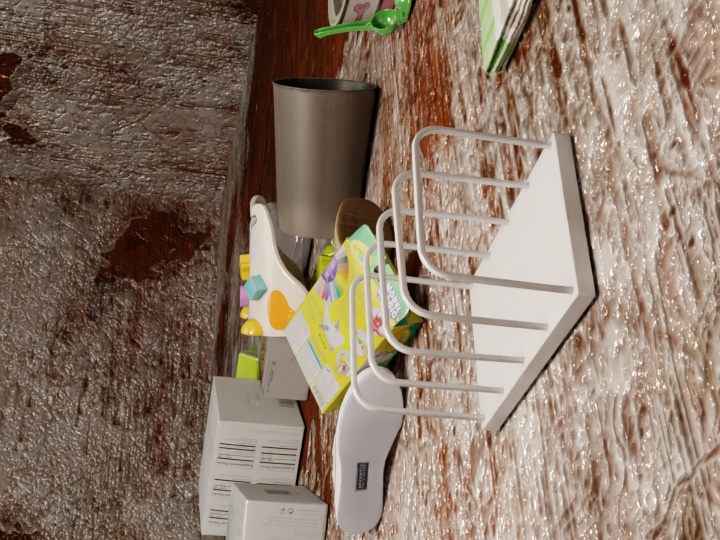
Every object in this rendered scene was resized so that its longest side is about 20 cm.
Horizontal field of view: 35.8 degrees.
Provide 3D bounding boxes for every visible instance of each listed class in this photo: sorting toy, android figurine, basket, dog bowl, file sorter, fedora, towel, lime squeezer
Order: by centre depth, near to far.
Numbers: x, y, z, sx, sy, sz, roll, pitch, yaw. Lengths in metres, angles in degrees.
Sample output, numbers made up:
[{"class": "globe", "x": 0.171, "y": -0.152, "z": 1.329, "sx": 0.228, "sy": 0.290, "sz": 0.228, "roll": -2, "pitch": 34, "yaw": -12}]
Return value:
[{"class": "file sorter", "x": 0.073, "y": 0.008, "z": 0.833, "sx": 0.201, "sy": 0.122, "sz": 0.141, "roll": 113, "pitch": 159, "yaw": -53}, {"class": "towel", "x": 0.139, "y": -0.284, "z": 0.931, "sx": 0.201, "sy": 0.030, "sz": 0.151, "roll": 109, "pitch": 166, "yaw": -54}, {"class": "lime squeezer", "x": 0.034, "y": -0.333, "z": 1.372, "sx": 0.199, "sy": 0.070, "sz": 0.038, "roll": -33, "pitch": 26, "yaw": 37}, {"class": "dog bowl", "x": 0.010, "y": -0.424, "z": 1.505, "sx": 0.200, "sy": 0.073, "sz": 0.204, "roll": -174, "pitch": 90, "yaw": -78}, {"class": "basket", "x": -0.054, "y": -0.154, "z": 1.520, "sx": 0.180, "sy": 0.134, "sz": 0.203, "roll": -28, "pitch": -55, "yaw": -66}, {"class": "sorting toy", "x": -0.131, "y": -0.013, "z": 1.596, "sx": 0.200, "sy": 0.105, "sz": 0.183, "roll": -124, "pitch": 27, "yaw": -78}, {"class": "android figurine", "x": -0.052, "y": 0.054, "z": 1.614, "sx": 0.200, "sy": 0.040, "sz": 0.185, "roll": 116, "pitch": 158, "yaw": -64}, {"class": "fedora", "x": -0.143, "y": -0.050, "z": 1.995, "sx": 0.201, "sy": 0.089, "sz": 0.179, "roll": 113, "pitch": 160, "yaw": -55}]

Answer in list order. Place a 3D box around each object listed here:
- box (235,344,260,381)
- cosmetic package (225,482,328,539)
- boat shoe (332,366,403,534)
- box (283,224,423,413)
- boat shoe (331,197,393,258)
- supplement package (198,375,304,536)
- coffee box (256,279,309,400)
[{"class": "box", "x": -0.182, "y": 0.233, "z": 2.002, "sx": 0.122, "sy": 0.047, "sz": 0.203, "roll": -22, "pitch": -55, "yaw": -63}, {"class": "cosmetic package", "x": -0.130, "y": 0.419, "z": 1.595, "sx": 0.199, "sy": 0.121, "sz": 0.204, "roll": 161, "pitch": 113, "yaw": -77}, {"class": "boat shoe", "x": -0.002, "y": 0.188, "z": 1.219, "sx": 0.066, "sy": 0.072, "sz": 0.203, "roll": -118, "pitch": 37, "yaw": -63}, {"class": "box", "x": -0.007, "y": 0.052, "z": 1.205, "sx": 0.118, "sy": 0.048, "sz": 0.201, "roll": 62, "pitch": 140, "yaw": 24}, {"class": "boat shoe", "x": 0.000, "y": 0.000, "z": 1.315, "sx": 0.063, "sy": 0.072, "sz": 0.202, "roll": 114, "pitch": 159, "yaw": -47}, {"class": "supplement package", "x": -0.186, "y": 0.310, "z": 1.860, "sx": 0.191, "sy": 0.145, "sz": 0.203, "roll": -119, "pitch": 38, "yaw": -71}, {"class": "coffee box", "x": -0.124, "y": 0.108, "z": 1.840, "sx": 0.201, "sy": 0.078, "sz": 0.115, "roll": -104, "pitch": 23, "yaw": -59}]
